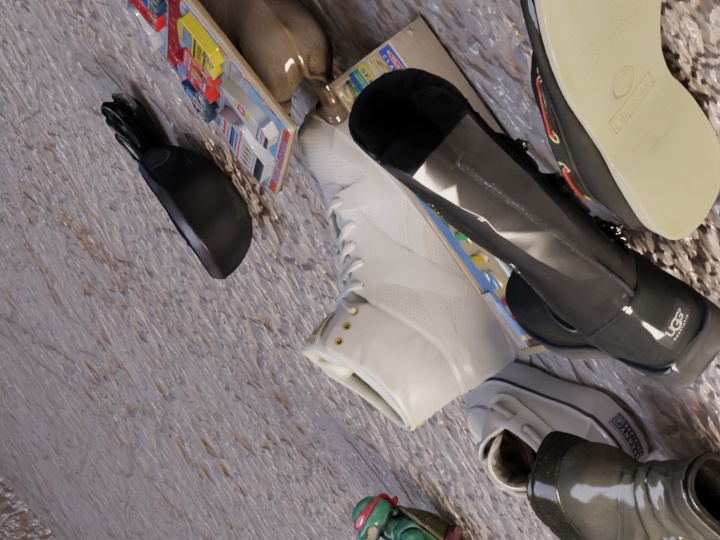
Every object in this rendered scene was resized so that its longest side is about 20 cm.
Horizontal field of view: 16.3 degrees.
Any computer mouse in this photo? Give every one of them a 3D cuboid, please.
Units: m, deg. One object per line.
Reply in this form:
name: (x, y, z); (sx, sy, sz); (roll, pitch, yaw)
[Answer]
computer mouse: (-0.124, -0.060, 1.870); (0.139, 0.053, 0.200); (59, 176, -26)

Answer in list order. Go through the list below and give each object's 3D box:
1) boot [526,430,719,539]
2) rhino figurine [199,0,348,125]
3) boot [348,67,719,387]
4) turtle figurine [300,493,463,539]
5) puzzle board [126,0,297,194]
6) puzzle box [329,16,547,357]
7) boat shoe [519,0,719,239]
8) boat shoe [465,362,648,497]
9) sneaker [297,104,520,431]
boot: (0.188, 0.161, 1.409); (0.130, 0.068, 0.200); (7, 152, 42)
rhino figurine: (-0.084, -0.167, 1.503); (0.200, 0.060, 0.088); (47, 167, 24)
boot: (0.066, -0.025, 1.233); (0.199, 0.066, 0.165); (33, 171, -30)
turtle figurine: (0.046, 0.236, 1.914); (0.199, 0.101, 0.150); (35, 177, 6)
puzzle board: (-0.094, -0.120, 1.493); (0.151, 0.017, 0.200); (52, 172, 4)
puzzle box: (0.064, -0.042, 1.409); (0.201, 0.025, 0.133); (54, 163, -3)
boat shoe: (0.100, -0.096, 1.105); (0.063, 0.074, 0.202); (26, 154, 42)
boat shoe: (0.104, 0.107, 1.538); (0.072, 0.066, 0.200); (58, 163, -19)
sneaker: (0.000, 0.000, 1.518); (0.200, 0.115, 0.074); (51, 166, 11)
